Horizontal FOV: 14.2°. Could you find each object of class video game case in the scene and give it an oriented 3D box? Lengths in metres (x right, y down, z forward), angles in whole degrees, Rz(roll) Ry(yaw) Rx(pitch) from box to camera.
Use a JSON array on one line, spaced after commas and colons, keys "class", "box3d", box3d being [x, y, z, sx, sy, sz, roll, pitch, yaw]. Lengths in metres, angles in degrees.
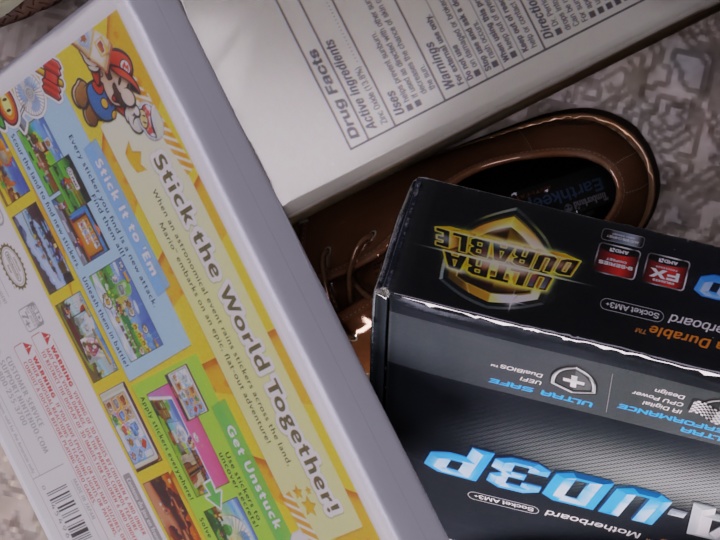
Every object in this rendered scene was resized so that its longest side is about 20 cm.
[{"class": "video game case", "box3d": [-0.069, 0.026, 0.921, 0.182, 0.023, 0.201, -28, 88, 52]}]

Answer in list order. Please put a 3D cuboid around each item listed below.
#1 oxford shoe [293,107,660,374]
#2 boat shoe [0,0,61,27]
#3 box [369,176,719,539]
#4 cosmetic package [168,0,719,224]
[{"class": "oxford shoe", "box3d": [0.000, 0.000, 0.943, 0.199, 0.071, 0.072, -26, 91, 11]}, {"class": "boat shoe", "box3d": [-0.070, -0.156, 0.923, 0.202, 0.075, 0.075, -32, 112, 22]}, {"class": "box", "box3d": [0.102, 0.054, 0.889, 0.199, 0.159, 0.046, 14, 58, 7]}, {"class": "cosmetic package", "box3d": [0.039, -0.101, 0.906, 0.199, 0.071, 0.106, -25, 88, -5]}]
